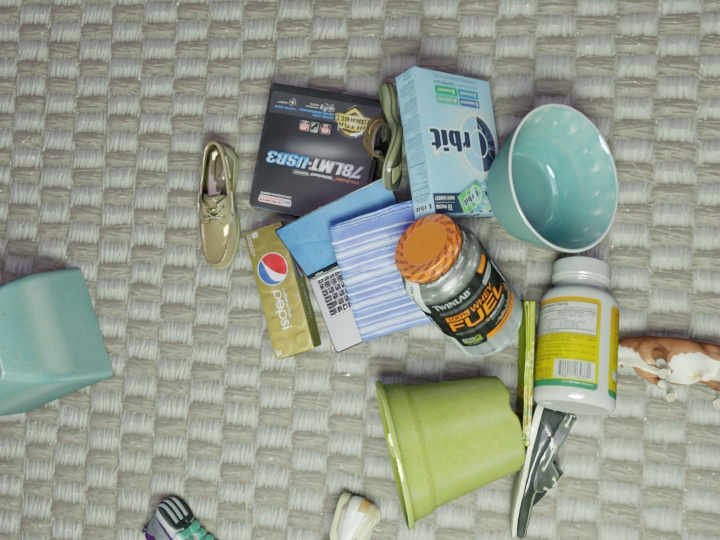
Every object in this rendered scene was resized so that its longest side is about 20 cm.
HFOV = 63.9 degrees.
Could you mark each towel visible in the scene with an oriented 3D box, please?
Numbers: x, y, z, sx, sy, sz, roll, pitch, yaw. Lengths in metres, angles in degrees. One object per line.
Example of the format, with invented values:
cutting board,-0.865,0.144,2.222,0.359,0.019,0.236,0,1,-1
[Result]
towel,0.239,0.146,0.853,0.017,0.086,0.207,3,88,5
towel,0.043,0.005,0.866,0.140,0.024,0.205,-15,114,4

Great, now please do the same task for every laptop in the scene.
laptop,0.000,0.000,0.879,0.183,0.116,0.205,-23,85,8

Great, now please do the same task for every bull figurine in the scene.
bull figurine,0.438,0.134,0.814,0.193,0.122,0.067,0,112,3

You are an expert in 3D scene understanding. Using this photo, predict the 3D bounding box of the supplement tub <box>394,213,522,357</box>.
supplement tub,0.137,0.022,0.807,0.122,0.123,0.200,-43,127,4

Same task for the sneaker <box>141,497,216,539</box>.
sneaker,-0.275,0.473,0.938,0.201,0.074,0.088,48,109,16

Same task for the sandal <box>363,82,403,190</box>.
sandal,0.030,-0.189,0.824,0.055,0.081,0.205,-3,49,0

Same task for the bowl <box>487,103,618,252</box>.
bowl,0.259,-0.120,0.827,0.195,0.104,0.208,3,82,-25

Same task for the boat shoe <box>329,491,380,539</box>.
boat shoe,-0.020,0.454,0.889,0.066,0.075,0.207,12,89,14

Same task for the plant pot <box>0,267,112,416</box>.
plant pot,-0.556,0.121,0.916,0.191,0.200,0.201,-22,86,7

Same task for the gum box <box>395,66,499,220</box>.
gum box,0.137,-0.180,0.846,0.044,0.166,0.207,-10,86,50

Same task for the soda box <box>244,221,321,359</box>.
soda box,-0.122,0.032,0.922,0.066,0.064,0.206,-16,86,7

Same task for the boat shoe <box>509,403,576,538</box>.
boat shoe,0.265,0.300,0.852,0.066,0.072,0.206,16,89,12

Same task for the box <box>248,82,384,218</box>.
box,-0.066,-0.182,0.929,0.194,0.050,0.205,12,88,8

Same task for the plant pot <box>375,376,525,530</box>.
plant pot,0.129,0.239,0.829,0.178,0.200,0.207,-13,86,-4

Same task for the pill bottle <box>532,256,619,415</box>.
pill bottle,0.306,0.091,0.817,0.109,0.113,0.206,8,72,8

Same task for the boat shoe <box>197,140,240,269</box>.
boat shoe,-0.236,-0.106,0.942,0.070,0.065,0.207,3,89,8
